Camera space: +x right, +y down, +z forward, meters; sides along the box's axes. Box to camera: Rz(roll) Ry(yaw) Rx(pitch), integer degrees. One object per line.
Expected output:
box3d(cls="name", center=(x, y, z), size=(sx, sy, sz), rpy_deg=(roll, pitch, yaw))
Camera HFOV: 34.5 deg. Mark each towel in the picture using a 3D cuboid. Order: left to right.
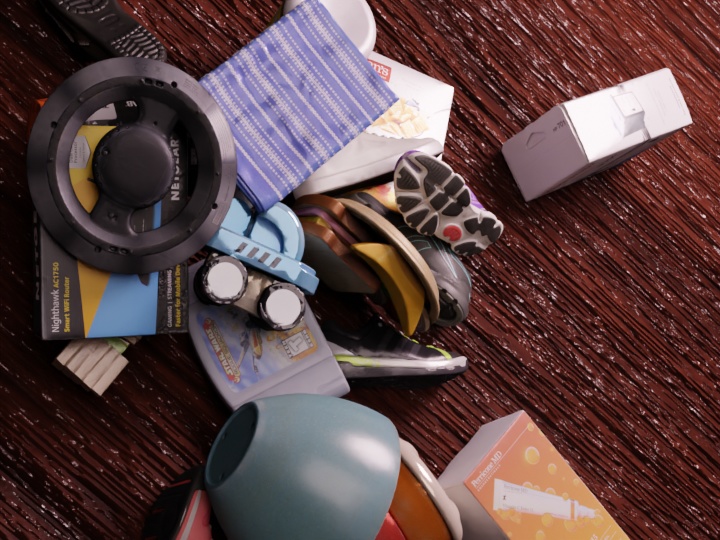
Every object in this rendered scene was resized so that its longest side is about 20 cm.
box3d(cls="towel", center=(-0.074, -0.171, 1.165), size=(0.199, 0.024, 0.145), rpy_deg=(-41, 92, -19))

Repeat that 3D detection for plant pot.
box3d(cls="plant pot", center=(-0.074, 0.201, 1.136), size=(0.134, 0.199, 0.203), rpy_deg=(33, 60, -22))

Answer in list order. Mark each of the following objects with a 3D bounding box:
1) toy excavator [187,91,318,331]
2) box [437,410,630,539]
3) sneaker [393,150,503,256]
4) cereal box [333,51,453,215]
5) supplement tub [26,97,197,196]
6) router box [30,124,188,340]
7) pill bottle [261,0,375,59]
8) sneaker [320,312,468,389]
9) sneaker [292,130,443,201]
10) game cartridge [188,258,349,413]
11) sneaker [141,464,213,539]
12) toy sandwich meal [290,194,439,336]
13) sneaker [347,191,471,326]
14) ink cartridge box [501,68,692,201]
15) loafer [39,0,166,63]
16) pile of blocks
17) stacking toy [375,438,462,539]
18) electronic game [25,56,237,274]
box3d(cls="toy excavator", center=(-0.116, -0.060, 1.185), size=(0.192, 0.100, 0.203), rpy_deg=(24, 82, -10))
box3d(cls="box", center=(0.189, 0.282, 1.312), size=(0.201, 0.097, 0.124), rpy_deg=(49, 58, -3))
box3d(cls="sneaker", center=(0.089, -0.084, 1.350), size=(0.200, 0.080, 0.084), rpy_deg=(39, 14, -52))
box3d(cls="cereal box", center=(0.033, -0.162, 1.426), size=(0.142, 0.039, 0.203), rpy_deg=(20, 65, -18))
box3d(cls="supplement tub", center=(-0.243, -0.135, 1.226), size=(0.197, 0.122, 0.125), rpy_deg=(-7, 75, -29))
box3d(cls="router box", center=(-0.244, -0.038, 1.133), size=(0.147, 0.051, 0.204), rpy_deg=(-2, 94, -27))
box3d(cls="pill bottle", center=(-0.068, -0.234, 1.306), size=(0.107, 0.200, 0.111), rpy_deg=(9, 68, -23))
box3d(cls="sneaker", center=(0.034, 0.086, 1.319), size=(0.197, 0.072, 0.084), rpy_deg=(4, 69, -26))
box3d(cls="sneaker", center=(0.005, -0.142, 1.338), size=(0.197, 0.073, 0.086), rpy_deg=(-16, 82, -27))
box3d(cls="game cartridge", center=(-0.112, 0.070, 1.246), size=(0.132, 0.042, 0.202), rpy_deg=(-26, 80, -16))
box3d(cls="sneaker", center=(-0.172, 0.297, 1.151), size=(0.086, 0.073, 0.203), rpy_deg=(28, 63, -33))
box3d(cls="toy sandwich meal", center=(0.000, 0.000, 1.269), size=(0.205, 0.205, 0.070), rpy_deg=(46, 71, -5))
box3d(cls="sneaker", center=(0.058, -0.022, 1.381), size=(0.200, 0.075, 0.080), rpy_deg=(46, 45, -13))
box3d(cls="ink cartridge box", center=(0.306, -0.177, 1.508), size=(0.198, 0.146, 0.087), rpy_deg=(-23, 85, -31))
box3d(cls="loafer", center=(-0.295, -0.263, 1.276), size=(0.073, 0.072, 0.200), rpy_deg=(-30, 68, -36))
box3d(cls="pile of blocks", center=(-0.259, 0.030, 1.197), size=(0.081, 0.062, 0.203), rpy_deg=(19, 72, -22))
box3d(cls="stacking toy", center=(-0.004, 0.281, 1.220), size=(0.199, 0.146, 0.147), rpy_deg=(-36, 90, -13))
box3d(cls="electronic game", center=(-0.213, -0.098, 1.092), size=(0.196, 0.042, 0.204), rpy_deg=(-2, 96, -16))
